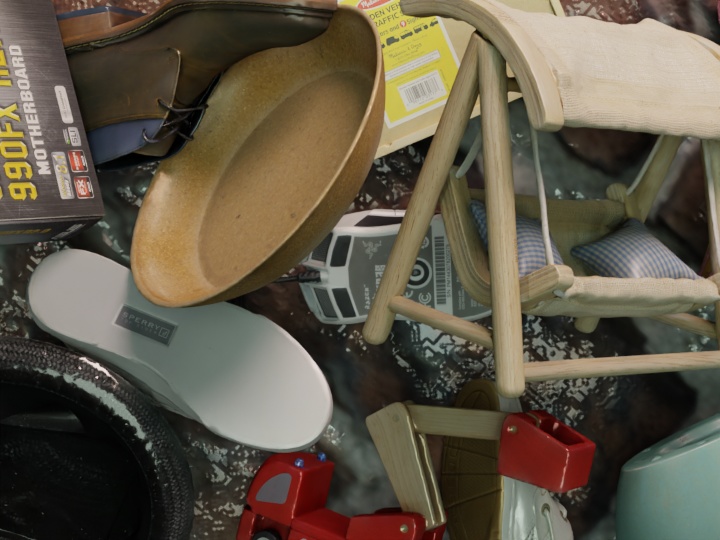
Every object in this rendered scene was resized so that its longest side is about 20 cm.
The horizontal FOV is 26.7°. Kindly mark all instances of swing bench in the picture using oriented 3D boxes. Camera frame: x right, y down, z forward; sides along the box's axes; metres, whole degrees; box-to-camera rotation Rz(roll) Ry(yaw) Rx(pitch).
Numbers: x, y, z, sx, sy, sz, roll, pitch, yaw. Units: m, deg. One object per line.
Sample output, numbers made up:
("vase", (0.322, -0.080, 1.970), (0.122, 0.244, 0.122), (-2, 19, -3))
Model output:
("swing bench", (0.123, -0.045, 0.843), (0.199, 0.130, 0.201), (-1, 103, -40))

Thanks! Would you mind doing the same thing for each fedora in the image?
("fedora", (-0.191, 0.117, 0.918), (0.200, 0.092, 0.201), (2, 106, 6))

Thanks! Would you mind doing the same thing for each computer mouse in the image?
("computer mouse", (0.000, 0.000, 0.941), (0.199, 0.044, 0.110), (-2, 105, -1))

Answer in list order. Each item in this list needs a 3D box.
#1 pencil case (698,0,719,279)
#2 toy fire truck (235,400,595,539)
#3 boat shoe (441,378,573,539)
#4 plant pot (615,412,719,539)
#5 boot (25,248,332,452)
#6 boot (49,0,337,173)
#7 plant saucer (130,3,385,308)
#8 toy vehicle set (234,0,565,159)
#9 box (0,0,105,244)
("pencil case", (0.249, -0.083, 0.913), (0.083, 0.086, 0.201), (2, 94, -22))
("toy fire truck", (0.027, 0.132, 0.910), (0.200, 0.049, 0.141), (18, 98, 26))
("boat shoe", (0.099, 0.166, 0.953), (0.069, 0.071, 0.201), (-3, 88, -27))
("plant pot", (0.243, 0.163, 0.891), (0.200, 0.201, 0.161), (-24, 85, 2))
("boot", (-0.101, 0.052, 0.905), (0.200, 0.096, 0.074), (28, 78, 14))
("boot", (-0.097, -0.109, 0.886), (0.200, 0.075, 0.097), (-2, 92, 33))
("plant saucer", (-0.050, -0.058, 0.850), (0.035, 0.200, 0.200), (37, 95, -31))
("toy vehicle set", (0.024, -0.142, 0.935), (0.200, 0.027, 0.124), (-22, 95, 2))
("box", (-0.242, -0.113, 0.853), (0.048, 0.158, 0.200), (-25, 75, 42))
